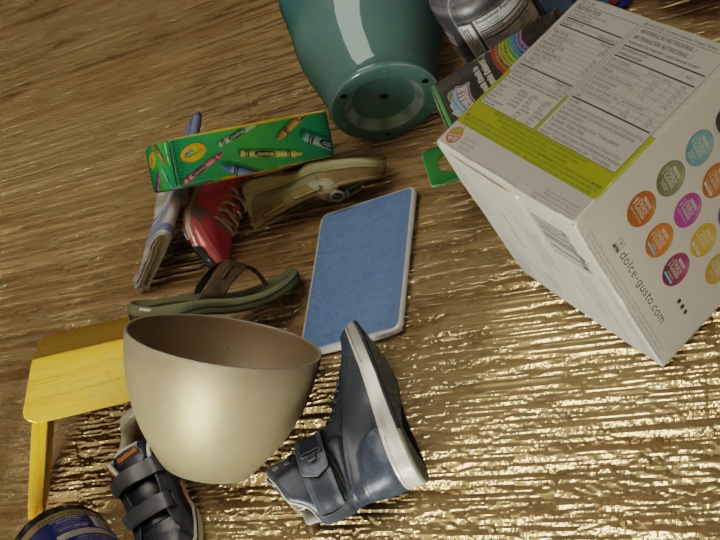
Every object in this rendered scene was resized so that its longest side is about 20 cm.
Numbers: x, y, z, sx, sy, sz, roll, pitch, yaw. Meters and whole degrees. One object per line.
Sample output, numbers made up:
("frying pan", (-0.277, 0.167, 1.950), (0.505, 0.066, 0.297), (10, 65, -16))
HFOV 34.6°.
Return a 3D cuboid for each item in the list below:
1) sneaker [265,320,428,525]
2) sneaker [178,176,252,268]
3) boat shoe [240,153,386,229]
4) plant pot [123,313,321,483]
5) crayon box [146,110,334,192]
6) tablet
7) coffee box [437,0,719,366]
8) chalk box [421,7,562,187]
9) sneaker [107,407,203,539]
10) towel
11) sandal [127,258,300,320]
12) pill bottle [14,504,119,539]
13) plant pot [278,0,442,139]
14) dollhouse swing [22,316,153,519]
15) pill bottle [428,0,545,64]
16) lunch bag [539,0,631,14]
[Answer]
("sneaker", (-0.029, 0.149, 1.114), (0.145, 0.077, 0.204), (-29, 42, 11))
("sneaker", (-0.172, -0.086, 1.448), (0.086, 0.074, 0.202), (-25, 42, 17))
("boat shoe", (-0.053, -0.096, 1.375), (0.198, 0.064, 0.073), (-10, 4, 27))
("plant pot", (-0.146, 0.134, 1.162), (0.199, 0.198, 0.136), (20, 105, 47))
("crayon box", (-0.145, -0.141, 1.379), (0.198, 0.059, 0.119), (-14, 6, -22))
("tablet", (0.000, 0.000, 1.275), (0.129, 0.014, 0.202), (-16, 47, 28))
("coffee box", (0.230, -0.084, 1.016), (0.198, 0.200, 0.200), (-45, 39, -5))
("chalk box", (0.158, -0.146, 1.193), (0.199, 0.124, 0.126), (-31, 41, 14))
("sneaker", (-0.219, 0.229, 1.198), (0.078, 0.080, 0.201), (-32, 42, 9))
("towel", (-0.247, -0.088, 1.484), (0.147, 0.024, 0.202), (128, 156, -53))
("sandal", (-0.160, 0.018, 1.284), (0.198, 0.058, 0.080), (-10, 5, -20))
("pill bottle", (-0.259, 0.322, 1.119), (0.112, 0.112, 0.199), (-48, 39, -8))
("plant pot", (0.011, -0.269, 1.382), (0.198, 0.200, 0.190), (-24, 57, 20))
("dollhouse swing", (-0.296, 0.159, 1.297), (0.179, 0.178, 0.200), (-12, 5, -12))
("pill bottle", (0.142, -0.281, 1.265), (0.105, 0.200, 0.107), (-22, 43, 22))
("lunch bag", (0.197, -0.365, 1.296), (0.094, 0.200, 0.150), (-47, 39, -9))
